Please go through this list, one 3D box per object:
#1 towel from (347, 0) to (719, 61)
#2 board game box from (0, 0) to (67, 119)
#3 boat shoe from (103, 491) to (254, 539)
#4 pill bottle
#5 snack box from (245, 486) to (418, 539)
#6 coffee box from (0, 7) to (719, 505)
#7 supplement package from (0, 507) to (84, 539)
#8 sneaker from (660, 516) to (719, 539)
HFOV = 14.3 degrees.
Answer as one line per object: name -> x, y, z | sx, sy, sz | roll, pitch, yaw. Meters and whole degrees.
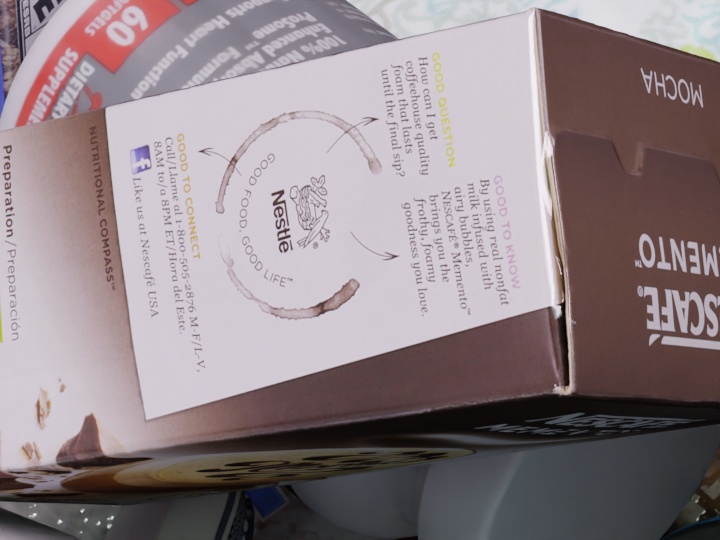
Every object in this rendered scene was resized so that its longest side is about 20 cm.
towel -> 0.089, -0.075, 0.869 | 0.171, 0.048, 0.200 | -44, 63, -10
board game box -> -0.067, -0.163, 0.850 | 0.097, 0.160, 0.200 | 34, 54, 25
boat shoe -> -0.044, 0.151, 0.769 | 0.092, 0.075, 0.201 | 22, 77, -15
pill bottle -> 0.000, 0.000, 0.786 | 0.116, 0.116, 0.200 | -45, 56, -10
snack box -> -0.019, 0.082, 0.831 | 0.200, 0.024, 0.072 | -36, 60, -5
coffee box -> -0.013, 0.005, 0.654 | 0.199, 0.113, 0.080 | -10, 79, 34
supplement package -> -0.164, 0.119, 0.644 | 0.199, 0.191, 0.148 | 17, 96, 28
sneaker -> 0.159, 0.122, 0.744 | 0.199, 0.073, 0.082 | 17, 71, 21
